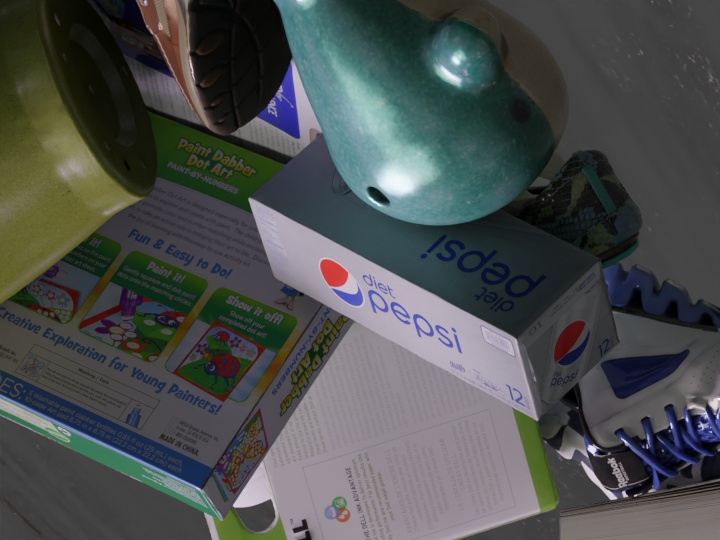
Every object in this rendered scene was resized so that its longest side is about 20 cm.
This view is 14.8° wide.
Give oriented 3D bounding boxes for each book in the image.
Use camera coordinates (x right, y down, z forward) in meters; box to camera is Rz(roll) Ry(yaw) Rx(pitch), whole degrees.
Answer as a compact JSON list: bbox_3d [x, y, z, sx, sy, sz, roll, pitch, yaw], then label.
[{"bbox_3d":[0.230,0.149,1.547,0.200,0.048,0.134,-13,158,30],"label":"book"}]

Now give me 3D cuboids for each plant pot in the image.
[{"bbox_3d":[-0.222,-0.063,1.518,0.193,0.201,0.200,-23,137,13],"label":"plant pot"}]

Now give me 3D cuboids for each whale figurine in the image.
[{"bbox_3d":[0.008,-0.099,1.368,0.200,0.104,0.159,40,160,-28],"label":"whale figurine"}]

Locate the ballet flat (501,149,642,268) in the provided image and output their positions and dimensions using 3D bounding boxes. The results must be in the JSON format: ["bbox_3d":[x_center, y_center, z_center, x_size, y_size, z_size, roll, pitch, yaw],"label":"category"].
[{"bbox_3d":[0.080,-0.036,1.493,0.074,0.074,0.200,42,157,-23],"label":"ballet flat"}]

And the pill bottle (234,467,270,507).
[{"bbox_3d":[-0.119,0.076,1.967,0.116,0.116,0.200,16,155,40],"label":"pill bottle"}]

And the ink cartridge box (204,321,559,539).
[{"bbox_3d":[-0.002,0.091,1.618,0.076,0.200,0.148,-131,25,-77],"label":"ink cartridge box"}]

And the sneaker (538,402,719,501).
[{"bbox_3d":[0.195,0.115,1.629,0.130,0.080,0.199,42,158,-29],"label":"sneaker"}]

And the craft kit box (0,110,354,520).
[{"bbox_3d":[-0.108,0.017,1.565,0.200,0.198,0.049,23,161,29],"label":"craft kit box"}]

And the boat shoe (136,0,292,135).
[{"bbox_3d":[-0.086,-0.162,1.407,0.074,0.076,0.200,32,146,37],"label":"boat shoe"}]

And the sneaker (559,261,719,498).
[{"bbox_3d":[0.184,0.077,1.498,0.199,0.115,0.081,17,156,38],"label":"sneaker"}]

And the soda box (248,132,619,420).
[{"bbox_3d":[0.036,-0.002,1.443,0.200,0.068,0.064,28,149,39],"label":"soda box"}]

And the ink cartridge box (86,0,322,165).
[{"bbox_3d":[-0.074,-0.111,1.565,0.200,0.047,0.198,26,158,13],"label":"ink cartridge box"}]
